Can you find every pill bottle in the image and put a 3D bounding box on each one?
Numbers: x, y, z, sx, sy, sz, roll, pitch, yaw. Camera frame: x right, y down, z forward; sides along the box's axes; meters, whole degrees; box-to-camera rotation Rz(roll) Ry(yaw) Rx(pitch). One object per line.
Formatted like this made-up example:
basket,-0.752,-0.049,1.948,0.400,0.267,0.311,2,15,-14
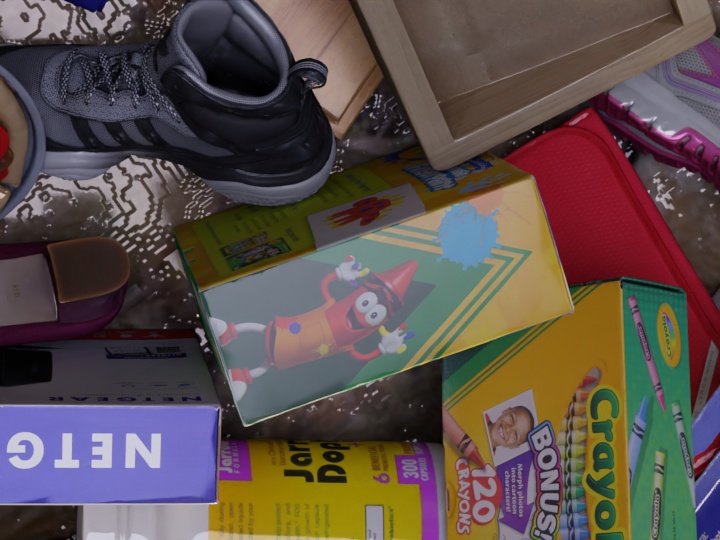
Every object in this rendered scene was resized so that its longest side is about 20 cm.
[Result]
pill bottle,-0.048,0.141,1.234,0.198,0.104,0.105,2,99,-9

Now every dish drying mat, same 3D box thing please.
dish drying mat,0.140,0.015,1.237,0.076,0.018,0.201,-31,75,7

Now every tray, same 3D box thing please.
tray,0.005,-0.179,1.226,0.098,0.037,0.201,34,92,-12

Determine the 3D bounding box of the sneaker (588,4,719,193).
sneaker,0.217,-0.072,1.232,0.199,0.081,0.088,37,85,9

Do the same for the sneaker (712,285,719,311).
sneaker,0.208,0.063,1.271,0.078,0.082,0.200,43,90,-12

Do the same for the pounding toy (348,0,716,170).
pounding toy,0.084,-0.175,1.155,0.199,0.143,0.185,-26,132,0

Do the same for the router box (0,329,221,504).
router box,-0.172,0.069,1.166,0.198,0.180,0.049,1,100,-9

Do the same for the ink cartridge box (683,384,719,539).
ink cartridge box,0.240,0.111,1.220,0.199,0.041,0.200,3,133,-34

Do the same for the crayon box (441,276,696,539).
crayon box,0.104,0.112,1.172,0.058,0.118,0.202,9,76,-46

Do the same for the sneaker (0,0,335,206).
sneaker,-0.107,-0.097,1.166,0.198,0.114,0.076,11,62,2

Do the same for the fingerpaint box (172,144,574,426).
fingerpaint box,0.000,0.000,1.169,0.165,0.200,0.074,-19,101,-6

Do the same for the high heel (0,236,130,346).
high heel,-0.214,0.019,1.183,0.198,0.096,0.068,-2,78,-13

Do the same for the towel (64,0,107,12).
towel,-0.189,-0.236,1.184,0.199,0.050,0.149,25,88,-11

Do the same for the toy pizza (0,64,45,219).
toy pizza,-0.252,-0.052,1.143,0.198,0.201,0.032,-4,57,-8
